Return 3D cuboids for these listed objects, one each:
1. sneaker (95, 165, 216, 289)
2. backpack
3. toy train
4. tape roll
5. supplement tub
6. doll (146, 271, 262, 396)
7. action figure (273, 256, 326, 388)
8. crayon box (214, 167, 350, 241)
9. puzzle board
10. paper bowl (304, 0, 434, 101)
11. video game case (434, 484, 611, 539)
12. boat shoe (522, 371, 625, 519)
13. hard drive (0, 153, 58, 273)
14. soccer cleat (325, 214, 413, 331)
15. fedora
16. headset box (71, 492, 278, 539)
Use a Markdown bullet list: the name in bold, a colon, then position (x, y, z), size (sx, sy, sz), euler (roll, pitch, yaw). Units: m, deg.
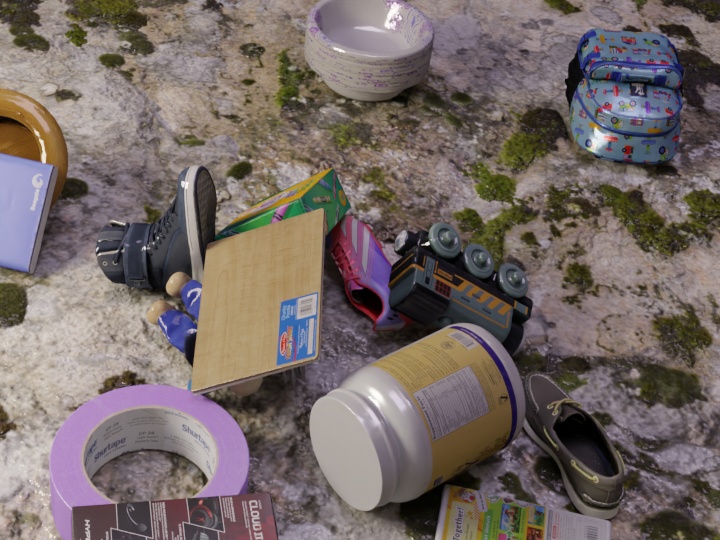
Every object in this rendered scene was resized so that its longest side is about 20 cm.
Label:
- **sneaker**: position (-0.241, -0.048, 1.468), size (0.144, 0.204, 0.078), euler (11, 47, 5)
- **backpack**: position (0.404, -0.255, 1.902), size (0.179, 0.136, 0.202), euler (7, 42, -1)
- **toy train**: position (0.120, 0.028, 1.505), size (0.198, 0.085, 0.115), euler (29, 52, -20)
- **tape roll**: position (-0.211, 0.208, 1.268), size (0.197, 0.066, 0.202), euler (6, 38, -5)
- **supplement tub**: position (0.060, 0.154, 1.323), size (0.198, 0.147, 0.145), euler (-22, 48, -32)
- **doll**: position (-0.166, 0.082, 1.395), size (0.048, 0.137, 0.199), euler (33, 2, -44)
- **action figure**: position (-0.085, 0.052, 1.440), size (0.068, 0.132, 0.201), euler (6, 24, 3)
- **crayon box**: position (-0.090, -0.060, 1.525), size (0.117, 0.059, 0.200), euler (-23, 9, 14)
- **puzzle board**: position (-0.106, 0.033, 1.348), size (0.149, 0.017, 0.202), euler (-16, 49, 19)
- **paper bowl**: position (0.011, -0.337, 1.944), size (0.197, 0.105, 0.202), euler (6, 39, -5)
- **video game case**: position (0.157, 0.311, 1.251), size (0.179, 0.023, 0.201), euler (12, 40, 3)
- **boat shoe**: position (0.234, 0.179, 1.394), size (0.071, 0.061, 0.203), euler (-7, 42, -20)
- **hard drive**: position (-0.479, -0.083, 1.532), size (0.197, 0.134, 0.025), euler (12, -4, 4)
- **soccer cleat**: position (0.000, 0.000, 1.564), size (0.076, 0.067, 0.200), euler (-17, 49, -31)
- **fedora**: position (-0.459, -0.130, 1.591), size (0.197, 0.204, 0.082), euler (12, -3, 4)
- **headset box**: position (-0.156, 0.278, 1.126), size (0.197, 0.150, 0.076), euler (-2, 41, -14)
